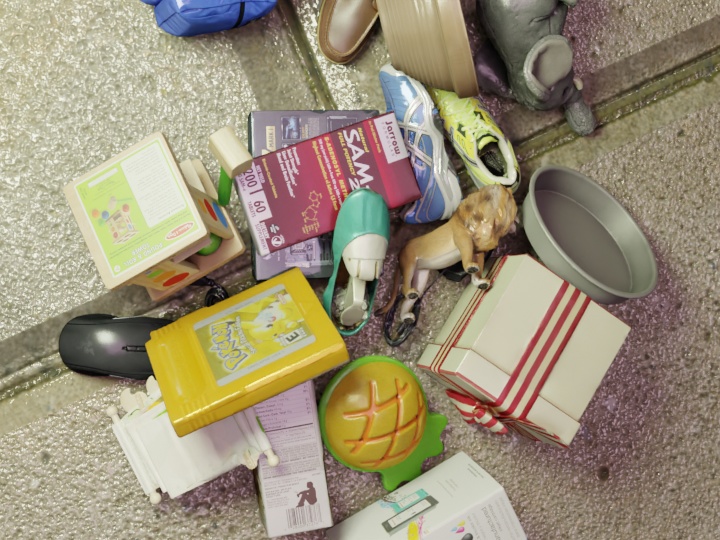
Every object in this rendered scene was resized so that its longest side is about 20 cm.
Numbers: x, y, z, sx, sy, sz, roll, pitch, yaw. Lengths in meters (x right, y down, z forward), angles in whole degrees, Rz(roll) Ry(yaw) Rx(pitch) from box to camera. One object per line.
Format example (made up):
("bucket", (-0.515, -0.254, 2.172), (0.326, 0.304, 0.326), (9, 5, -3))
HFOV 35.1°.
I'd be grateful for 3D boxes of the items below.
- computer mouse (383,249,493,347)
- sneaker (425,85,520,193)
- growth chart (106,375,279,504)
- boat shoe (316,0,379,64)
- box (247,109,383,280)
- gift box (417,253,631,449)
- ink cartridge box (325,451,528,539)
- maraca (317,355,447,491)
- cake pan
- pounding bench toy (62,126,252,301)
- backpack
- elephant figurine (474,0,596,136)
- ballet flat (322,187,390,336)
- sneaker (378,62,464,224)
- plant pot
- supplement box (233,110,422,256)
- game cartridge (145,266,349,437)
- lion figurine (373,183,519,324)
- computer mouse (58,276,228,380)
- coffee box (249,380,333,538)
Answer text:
("computer mouse", (0.098, 0.014, 1.402), (0.059, 0.034, 0.200), (42, 89, 23))
("sneaker", (0.136, -0.179, 1.385), (0.075, 0.076, 0.201), (-39, 95, -6))
("growth chart", (-0.196, 0.181, 1.291), (0.199, 0.018, 0.146), (-24, 84, 25))
("boat shoe", (0.006, -0.345, 1.364), (0.072, 0.068, 0.202), (27, 85, -10))
("box", (-0.054, -0.090, 1.362), (0.156, 0.051, 0.203), (-3, 92, -11))
("gift box", (0.197, 0.110, 1.346), (0.199, 0.185, 0.188), (34, 82, -5))
("ink cartridge box", (0.087, 0.341, 1.336), (0.199, 0.146, 0.148), (-29, 104, -9))
("maraca", (0.028, 0.183, 1.356), (0.137, 0.107, 0.200), (-47, 124, -4))
("cake pan", (0.273, -0.040, 1.375), (0.199, 0.201, 0.037), (36, 128, -9))
("pounding bench toy", (-0.190, -0.071, 1.260), (0.199, 0.156, 0.125), (-29, 78, 8))
("backpack", (-0.152, -0.361, 1.292), (0.198, 0.162, 0.170), (-18, 103, -23))
("elephant figurine", (0.210, -0.254, 1.374), (0.153, 0.142, 0.202), (-3, 101, 6))
("ballet flat", (0.000, 0.000, 1.292), (0.067, 0.201, 0.071), (-3, 46, -16))
("sneaker", (0.060, -0.151, 1.370), (0.076, 0.076, 0.202), (-21, 94, -12))
("plant pot", (0.071, -0.288, 1.302), (0.092, 0.201, 0.203), (-14, 93, 7))
("supplement box", (-0.040, -0.100, 1.307), (0.198, 0.061, 0.110), (-21, 95, -8))
("game cartridge", (-0.130, 0.083, 1.248), (0.198, 0.177, 0.033), (-23, 124, -9))
("lion figurine", (0.098, -0.024, 1.353), (0.198, 0.072, 0.124), (-21, 51, 23))
("computer mouse", (-0.246, 0.063, 1.328), (0.198, 0.046, 0.142), (9, 89, -11))
("coffee box", (-0.091, 0.194, 1.325), (0.079, 0.113, 0.202), (-9, 91, -10))
